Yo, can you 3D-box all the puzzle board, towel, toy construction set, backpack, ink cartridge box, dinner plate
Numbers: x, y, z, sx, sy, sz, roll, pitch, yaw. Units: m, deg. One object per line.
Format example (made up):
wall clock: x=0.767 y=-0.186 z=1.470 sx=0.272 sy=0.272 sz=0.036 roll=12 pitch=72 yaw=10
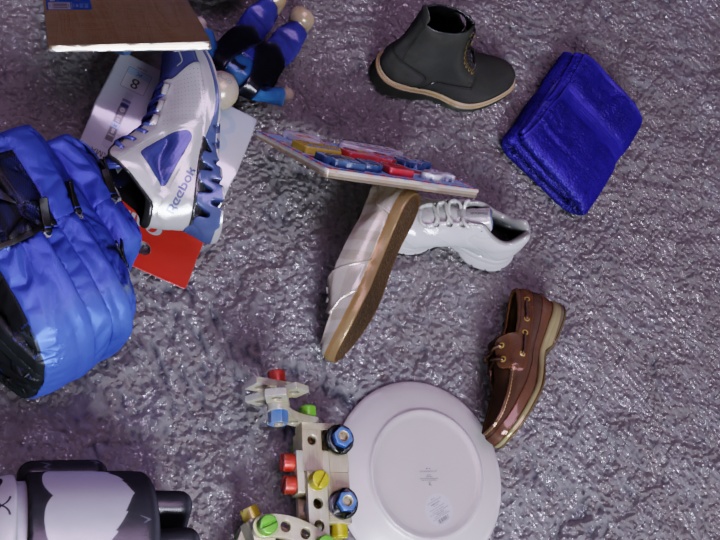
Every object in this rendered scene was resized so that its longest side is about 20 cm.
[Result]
puzzle board: x=-0.240 y=-0.251 z=0.985 sx=0.148 sy=0.018 sz=0.200 roll=-6 pitch=31 yaw=-17
towel: x=0.279 y=-0.182 z=1.259 sx=0.147 sy=0.050 sz=0.201 roll=41 pitch=59 yaw=-5
toy construction set: x=-0.067 y=0.198 z=0.931 sx=0.129 sy=0.092 sz=0.203 roll=6 pitch=79 yaw=-22
backpack: x=-0.275 y=-0.006 z=0.855 sx=0.166 sy=0.162 sz=0.202 roll=-26 pitch=81 yaw=-29
puzzle board: x=0.008 y=-0.117 z=1.037 sx=0.198 sy=0.150 sz=0.018 roll=5 pitch=109 yaw=-36
ink cartridge box: x=-0.211 y=-0.105 z=1.000 sx=0.158 sy=0.047 sz=0.202 roll=25 pitch=60 yaw=-15
dinner plate: x=0.065 y=0.213 z=1.020 sx=0.197 sy=0.024 sz=0.203 roll=9 pitch=68 yaw=-22

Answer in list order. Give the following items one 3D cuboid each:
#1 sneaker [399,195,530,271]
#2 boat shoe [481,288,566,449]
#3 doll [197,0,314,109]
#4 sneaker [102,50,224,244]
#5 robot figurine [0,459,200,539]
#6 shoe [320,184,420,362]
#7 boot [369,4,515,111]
sneaker: x=0.102 y=-0.057 z=1.105 sx=0.197 sy=0.087 sz=0.076 roll=9 pitch=69 yaw=-20
boat shoe: x=0.167 y=0.104 z=1.086 sx=0.067 sy=0.072 sz=0.201 roll=30 pitch=54 yaw=-5
doll: x=-0.124 y=-0.238 z=1.071 sx=0.136 sy=0.049 sz=0.201 roll=34 pitch=46 yaw=-9
sneaker: x=-0.196 y=-0.126 z=0.948 sx=0.113 sy=0.080 sz=0.203 roll=0 pitch=75 yaw=-25
robot figurine: x=-0.237 y=0.228 z=0.812 sx=0.197 sy=0.150 sz=0.127 roll=4 pitch=85 yaw=-23
shoe: x=0.000 y=0.000 z=1.037 sx=0.053 sy=0.070 sz=0.202 roll=23 pitch=81 yaw=17
boot: x=0.127 y=-0.256 z=1.165 sx=0.197 sy=0.138 sz=0.079 roll=-6 pitch=72 yaw=-28
